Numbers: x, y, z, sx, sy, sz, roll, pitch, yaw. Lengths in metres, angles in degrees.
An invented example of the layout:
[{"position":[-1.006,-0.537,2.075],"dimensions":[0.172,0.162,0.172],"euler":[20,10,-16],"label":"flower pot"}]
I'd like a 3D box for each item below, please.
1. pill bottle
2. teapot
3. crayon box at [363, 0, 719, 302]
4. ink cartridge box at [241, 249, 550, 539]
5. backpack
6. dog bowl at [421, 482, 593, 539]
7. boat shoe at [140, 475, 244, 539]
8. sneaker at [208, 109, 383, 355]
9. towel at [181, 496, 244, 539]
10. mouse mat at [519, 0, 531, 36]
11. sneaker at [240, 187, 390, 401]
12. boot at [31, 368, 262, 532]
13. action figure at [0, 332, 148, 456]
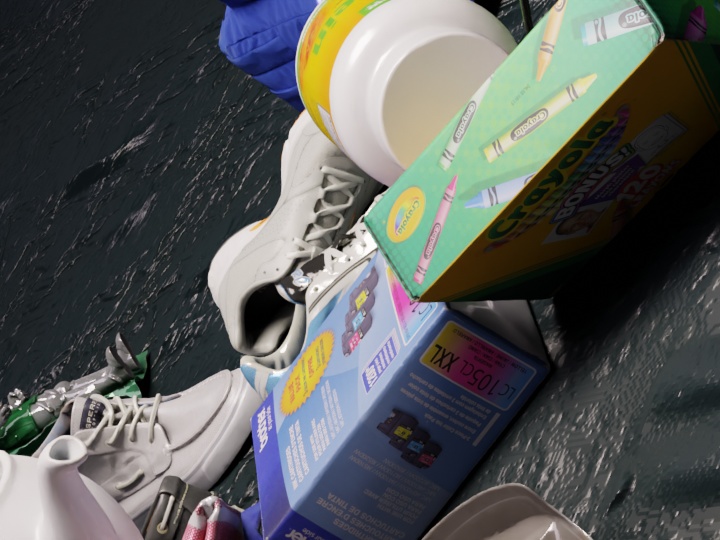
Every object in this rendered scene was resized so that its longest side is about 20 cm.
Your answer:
[{"position":[0.032,-0.103,1.438],"dimensions":[0.111,0.111,0.200],"euler":[-58,15,4],"label":"pill bottle"},{"position":[-0.228,0.173,1.475],"dimensions":[0.200,0.146,0.197],"euler":[-40,22,-8],"label":"teapot"},{"position":[0.108,-0.067,1.293],"dimensions":[0.200,0.118,0.058],"euler":[-47,62,31],"label":"crayon box"},{"position":[0.009,0.081,1.406],"dimensions":[0.200,0.076,0.137],"euler":[-55,19,18],"label":"ink cartridge box"},{"position":[-0.014,-0.203,1.747],"dimensions":[0.163,0.167,0.200],"euler":[-59,14,-20],"label":"backpack"},{"position":[0.052,0.197,1.149],"dimensions":[0.200,0.058,0.201],"euler":[-50,21,28],"label":"dog bowl"},{"position":[-0.149,0.209,1.624],"dimensions":[0.200,0.067,0.072],"euler":[-51,22,26],"label":"boat shoe"},{"position":[-0.029,-0.025,1.678],"dimensions":[0.200,0.075,0.092],"euler":[-58,25,27],"label":"sneaker"},{"position":[-0.109,0.224,1.432],"dimensions":[0.146,0.030,0.201],"euler":[82,-153,-79],"label":"towel"},{"position":[0.094,-0.146,1.460],"dimensions":[0.007,0.162,0.200],"euler":[-8,33,6],"label":"mouse mat"},{"position":[0.000,0.000,1.550],"dimensions":[0.201,0.072,0.072],"euler":[-57,18,4],"label":"sneaker"},{"position":[-0.149,0.112,1.718],"dimensions":[0.200,0.095,0.074],"euler":[-44,24,37],"label":"boot"},{"position":[-0.254,0.119,1.929],"dimensions":[0.199,0.055,0.118],"euler":[-33,6,10],"label":"action figure"}]
